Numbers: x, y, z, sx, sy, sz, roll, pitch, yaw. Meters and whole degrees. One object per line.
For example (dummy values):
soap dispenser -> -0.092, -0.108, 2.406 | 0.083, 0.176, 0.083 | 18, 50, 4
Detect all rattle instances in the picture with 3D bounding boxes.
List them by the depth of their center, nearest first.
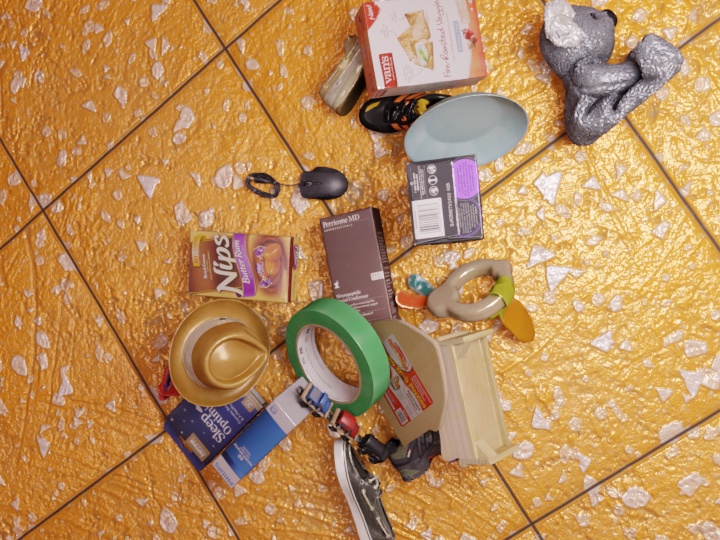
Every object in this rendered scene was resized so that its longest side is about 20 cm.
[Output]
rattle -> 0.177, 0.065, 1.064 | 0.196, 0.143, 0.133 | -19, 52, 23

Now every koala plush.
koala plush -> 0.344, -0.317, 0.949 | 0.183, 0.177, 0.201 | -41, 87, 21

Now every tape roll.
tape roll -> -0.041, 0.148, 1.057 | 0.198, 0.048, 0.205 | 22, 127, 33

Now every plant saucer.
plant saucer -> 0.164, -0.226, 0.987 | 0.196, 0.201, 0.040 | -11, 67, 12

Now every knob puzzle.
knob puzzle -> 0.079, 0.163, 1.007 | 0.218, 0.030, 0.225 | 24, 122, 45

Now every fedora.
fedora -> -0.227, 0.147, 1.080 | 0.081, 0.197, 0.206 | 7, 95, 49

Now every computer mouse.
computer mouse -> -0.117, -0.157, 1.124 | 0.195, 0.034, 0.060 | 1, 93, 13

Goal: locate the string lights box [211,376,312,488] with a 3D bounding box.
string lights box -> -0.164, 0.282, 1.093 | 0.059, 0.102, 0.200 | 46, 116, 7

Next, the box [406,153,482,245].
box -> 0.138, -0.104, 0.983 | 0.103, 0.200, 0.126 | -5, 91, 12

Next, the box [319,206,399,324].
box -> 0.000, 0.000, 1.085 | 0.098, 0.075, 0.205 | -12, 88, 13

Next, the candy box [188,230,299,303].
candy box -> -0.213, -0.009, 1.141 | 0.195, 0.056, 0.120 | 4, 94, 14

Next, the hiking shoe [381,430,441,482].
hiking shoe -> 0.114, 0.265, 1.067 | 0.101, 0.076, 0.201 | 43, 101, 4

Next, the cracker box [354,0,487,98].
cracker box -> 0.098, -0.363, 1.012 | 0.195, 0.058, 0.138 | -12, 92, -15

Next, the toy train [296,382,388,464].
toy train -> -0.027, 0.258, 1.048 | 0.199, 0.034, 0.046 | 42, 142, -14

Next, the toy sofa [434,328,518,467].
toy sofa -> 0.171, 0.199, 0.992 | 0.097, 0.082, 0.205 | -17, 83, 47

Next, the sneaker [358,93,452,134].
sneaker -> 0.088, -0.268, 1.044 | 0.195, 0.090, 0.072 | 4, 92, 11

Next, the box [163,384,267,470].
box -> -0.282, 0.276, 1.180 | 0.121, 0.032, 0.200 | 46, 102, 7

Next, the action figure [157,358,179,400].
action figure -> -0.326, 0.179, 1.164 | 0.201, 0.065, 0.052 | -50, 53, 24

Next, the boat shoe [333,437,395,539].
boat shoe -> 0.009, 0.385, 1.102 | 0.062, 0.071, 0.204 | -18, 96, 13

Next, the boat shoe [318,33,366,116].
boat shoe -> -0.003, -0.368, 1.070 | 0.066, 0.074, 0.202 | 35, 94, 12
